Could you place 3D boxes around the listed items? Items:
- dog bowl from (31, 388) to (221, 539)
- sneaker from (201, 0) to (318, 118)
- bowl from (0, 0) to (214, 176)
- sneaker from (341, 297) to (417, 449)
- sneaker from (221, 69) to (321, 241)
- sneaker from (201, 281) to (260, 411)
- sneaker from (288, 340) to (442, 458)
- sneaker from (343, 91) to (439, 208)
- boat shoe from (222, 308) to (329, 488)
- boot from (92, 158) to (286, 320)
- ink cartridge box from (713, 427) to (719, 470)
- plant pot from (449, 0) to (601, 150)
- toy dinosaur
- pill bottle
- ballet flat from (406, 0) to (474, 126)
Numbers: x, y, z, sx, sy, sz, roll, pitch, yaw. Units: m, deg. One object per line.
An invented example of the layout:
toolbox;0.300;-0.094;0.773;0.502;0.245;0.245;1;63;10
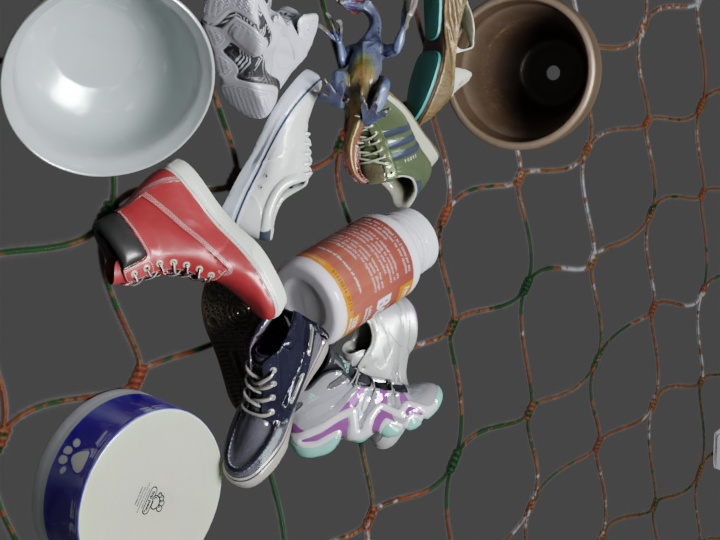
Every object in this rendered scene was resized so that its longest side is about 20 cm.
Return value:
dog bowl;-0.244;0.232;1.484;0.200;0.079;0.201;-18;114;-45
sneaker;-0.104;-0.262;1.482;0.115;0.075;0.200;-58;161;-28
bowl;-0.242;-0.197;1.323;0.200;0.090;0.202;-10;127;-13
sneaker;0.015;0.131;1.781;0.099;0.075;0.201;-4;105;-29
sneaker;-0.083;-0.125;1.560;0.201;0.071;0.073;-63;179;-4
sneaker;-0.129;0.066;1.595;0.076;0.070;0.201;-49;140;-55
sneaker;-0.003;0.135;1.697;0.199;0.078;0.140;-18;108;-12
sneaker;0.028;-0.147;1.697;0.200;0.067;0.090;43;64;-49
boat shoe;-0.107;0.130;1.518;0.201;0.074;0.093;-67;152;-18
boot;-0.181;0.002;1.454;0.200;0.072;0.144;49;60;-7
ink cartridge box;0.778;0.324;2.651;0.200;0.145;0.084;-25;121;-43
plant pot;0.229;-0.258;1.833;0.175;0.199;0.201;-14;113;-67
toy dinosaur;-0.008;-0.236;1.602;0.182;0.105;0.201;-80;-174;-56
pill bottle;0.000;0.000;1.675;0.200;0.112;0.113;-31;123;-39
ballet flat;0.107;-0.275;1.752;0.072;0.068;0.201;7;91;-28
